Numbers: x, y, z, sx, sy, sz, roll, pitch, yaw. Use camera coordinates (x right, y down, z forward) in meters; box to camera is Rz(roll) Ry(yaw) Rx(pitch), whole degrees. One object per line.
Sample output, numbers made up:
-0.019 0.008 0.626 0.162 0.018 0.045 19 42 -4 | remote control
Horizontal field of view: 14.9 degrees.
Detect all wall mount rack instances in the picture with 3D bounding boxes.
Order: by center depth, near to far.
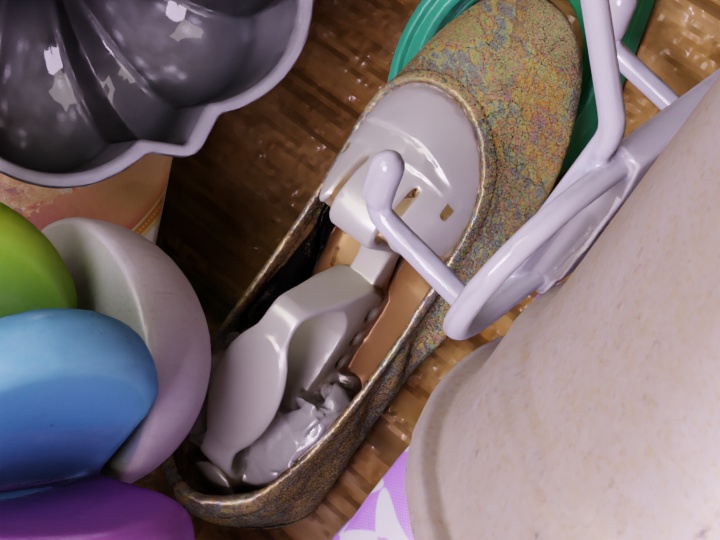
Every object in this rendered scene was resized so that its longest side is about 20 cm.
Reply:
0.080 -0.073 0.752 0.075 0.200 0.174 46 143 10 | wall mount rack

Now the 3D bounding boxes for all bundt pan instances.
-0.106 -0.120 0.873 0.076 0.200 0.203 151 131 -76 | bundt pan

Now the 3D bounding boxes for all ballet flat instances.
0.000 0.000 0.863 0.071 0.070 0.201 46 110 35 | ballet flat

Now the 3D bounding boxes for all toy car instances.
-0.111 0.081 0.790 0.150 0.174 0.202 24 114 51 | toy car

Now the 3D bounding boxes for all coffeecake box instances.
-0.140 -0.057 0.936 0.073 0.152 0.202 148 133 -76 | coffeecake box

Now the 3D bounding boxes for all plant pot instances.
0.136 0.014 0.659 0.201 0.199 0.184 51 130 34 | plant pot

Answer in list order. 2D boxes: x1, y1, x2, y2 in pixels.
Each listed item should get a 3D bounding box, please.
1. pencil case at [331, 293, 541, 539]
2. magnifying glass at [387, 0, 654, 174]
0.026 0.093 0.824 0.200 0.084 0.086 -48 21 11 | pencil case
0.084 -0.105 0.881 0.200 0.022 0.080 -49 55 15 | magnifying glass
